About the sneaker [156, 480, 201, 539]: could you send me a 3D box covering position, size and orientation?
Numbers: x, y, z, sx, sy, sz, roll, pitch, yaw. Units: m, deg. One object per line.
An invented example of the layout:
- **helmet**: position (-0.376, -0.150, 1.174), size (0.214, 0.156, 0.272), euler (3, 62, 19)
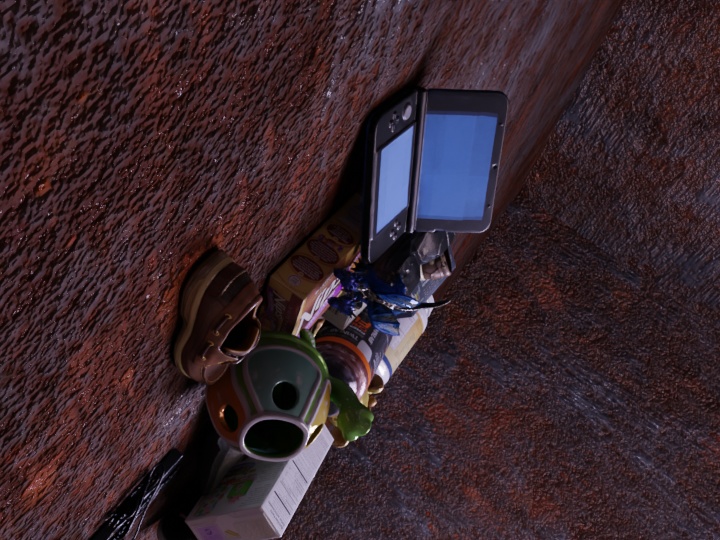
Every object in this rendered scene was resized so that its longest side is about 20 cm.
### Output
- **sneaker**: position (-0.238, 0.347, 1.258), size (0.100, 0.070, 0.200), euler (-57, 177, 13)

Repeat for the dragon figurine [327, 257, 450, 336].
- **dragon figurine**: position (0.035, 0.041, 1.053), size (0.059, 0.198, 0.100), euler (-56, -152, 17)

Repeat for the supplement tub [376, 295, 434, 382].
- **supplement tub**: position (0.039, 0.106, 1.590), size (0.201, 0.143, 0.145), euler (-50, 169, -28)

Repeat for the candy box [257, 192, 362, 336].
- **candy box**: position (-0.051, 0.002, 1.069), size (0.200, 0.056, 0.117), euler (-49, 168, -42)

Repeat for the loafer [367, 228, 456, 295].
- **loafer**: position (0.072, -0.043, 1.172), size (0.200, 0.072, 0.073), euler (-47, 138, -27)

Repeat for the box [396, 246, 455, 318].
- **box**: position (0.051, 0.020, 1.378), size (0.200, 0.155, 0.052), euler (-43, 120, -53)

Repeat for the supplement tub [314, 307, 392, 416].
- **supplement tub**: position (-0.023, 0.124, 1.219), size (0.108, 0.106, 0.201), euler (-61, 178, 33)

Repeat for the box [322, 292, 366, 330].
- **box**: position (0.000, 0.000, 1.242), size (0.200, 0.082, 0.069), euler (-41, 162, -52)

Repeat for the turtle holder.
- **turtle holder**: position (-0.092, 0.158, 0.972), size (0.141, 0.185, 0.132), euler (-41, -149, 14)

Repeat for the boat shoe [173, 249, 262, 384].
- **boat shoe**: position (-0.136, 0.064, 0.818), size (0.072, 0.067, 0.201), euler (-48, 168, -34)

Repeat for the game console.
- **game console**: position (0.090, -0.113, 1.034), size (0.171, 0.117, 0.203), euler (-44, 145, -48)

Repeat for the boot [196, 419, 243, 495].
- **boot**: position (-0.147, 0.239, 1.145), size (0.129, 0.068, 0.202), euler (3, 133, -26)

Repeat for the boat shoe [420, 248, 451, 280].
- **boat shoe**: position (0.111, -0.088, 1.253), size (0.075, 0.073, 0.206), euler (-32, 122, -69)

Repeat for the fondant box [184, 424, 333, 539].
- **fondant box**: position (-0.140, 0.298, 1.198), size (0.143, 0.059, 0.200), euler (-20, -161, 31)

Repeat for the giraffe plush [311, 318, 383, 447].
- **giraffe plush**: position (-0.059, 0.192, 1.332), size (0.174, 0.161, 0.200), euler (-58, 169, 18)

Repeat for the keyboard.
- **keyboard**: position (-0.279, 0.309, 1.015), size (0.200, 0.039, 0.105), euler (-50, 170, -36)
